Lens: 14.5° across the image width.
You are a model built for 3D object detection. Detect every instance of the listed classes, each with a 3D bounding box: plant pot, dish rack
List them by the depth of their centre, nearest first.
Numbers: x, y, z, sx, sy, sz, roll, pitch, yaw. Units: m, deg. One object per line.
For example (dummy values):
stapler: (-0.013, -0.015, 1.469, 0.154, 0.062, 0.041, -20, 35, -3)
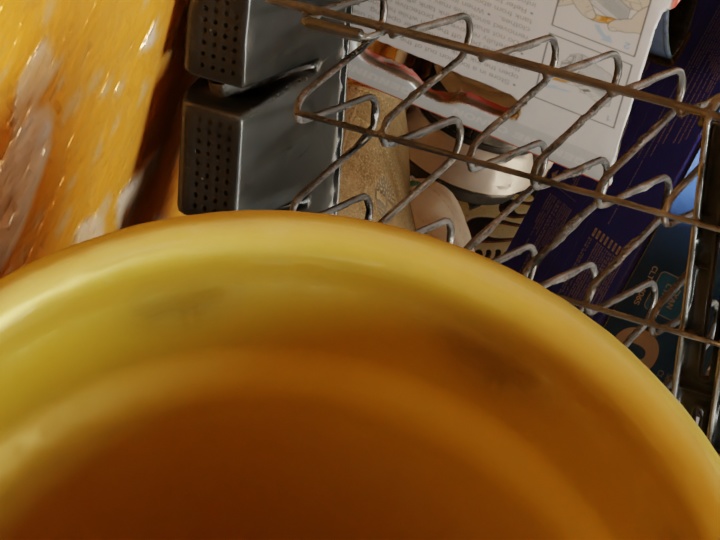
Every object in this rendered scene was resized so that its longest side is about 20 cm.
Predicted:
plant pot: (-0.023, 0.113, 0.611, 0.189, 0.200, 0.201, 103, 13, -67)
dish rack: (0.041, 0.007, 0.672, 0.055, 0.200, 0.154, -35, 136, -52)

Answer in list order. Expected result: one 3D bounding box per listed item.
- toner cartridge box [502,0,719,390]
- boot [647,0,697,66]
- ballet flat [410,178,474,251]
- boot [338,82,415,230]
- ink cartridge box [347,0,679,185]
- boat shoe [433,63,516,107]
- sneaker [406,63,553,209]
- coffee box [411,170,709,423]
toner cartridge box: (0.092, -0.013, 0.907, 0.200, 0.043, 0.095, -62, -159, 8)
boot: (0.069, -0.143, 0.822, 0.200, 0.097, 0.075, 101, 15, -53)
ballet flat: (0.033, 0.056, 1.007, 0.069, 0.069, 0.201, -55, 138, -53)
boot: (0.000, 0.000, 0.879, 0.200, 0.073, 0.076, 79, 25, -70)
ink cartridge box: (0.041, -0.119, 0.676, 0.200, 0.109, 0.050, 102, 14, -50)
boat shoe: (0.077, -0.141, 0.967, 0.060, 0.074, 0.201, 56, 48, -73)
sneaker: (0.076, -0.101, 1.062, 0.200, 0.066, 0.091, -49, 162, -57)
coffee box: (0.099, 0.030, 1.085, 0.080, 0.200, 0.113, 93, 22, -64)
